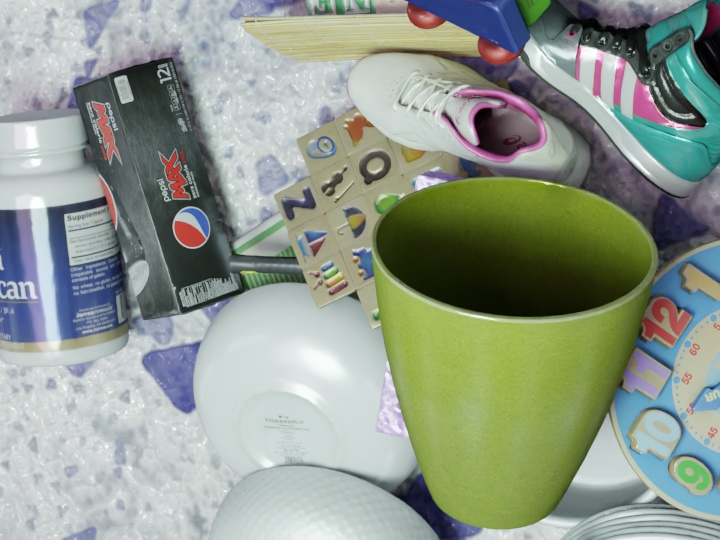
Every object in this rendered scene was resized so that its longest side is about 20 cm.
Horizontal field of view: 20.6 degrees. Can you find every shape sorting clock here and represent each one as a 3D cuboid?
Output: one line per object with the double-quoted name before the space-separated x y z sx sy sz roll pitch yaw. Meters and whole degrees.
"shape sorting clock" 0.266 0.076 1.379 0.200 0.039 0.200 -1 93 -10

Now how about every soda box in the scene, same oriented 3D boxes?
"soda box" -0.163 -0.064 1.594 0.071 0.063 0.200 -9 98 56

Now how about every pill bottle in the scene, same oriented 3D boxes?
"pill bottle" -0.256 -0.029 1.634 0.111 0.111 0.200 0 102 27

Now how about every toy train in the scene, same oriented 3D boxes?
"toy train" 0.062 -0.234 1.383 0.200 0.085 0.116 32 73 37

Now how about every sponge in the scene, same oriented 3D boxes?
"sponge" 0.080 0.035 1.432 0.111 0.030 0.200 14 107 16

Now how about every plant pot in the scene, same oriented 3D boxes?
"plant pot" 0.097 0.069 1.335 0.187 0.187 0.200 16 123 23

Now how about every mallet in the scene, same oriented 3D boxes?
"mallet" 0.000 0.000 1.528 0.200 0.066 0.041 2 83 21

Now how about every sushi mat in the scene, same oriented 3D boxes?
"sushi mat" 0.017 -0.174 1.476 0.200 0.096 0.012 2 80 26

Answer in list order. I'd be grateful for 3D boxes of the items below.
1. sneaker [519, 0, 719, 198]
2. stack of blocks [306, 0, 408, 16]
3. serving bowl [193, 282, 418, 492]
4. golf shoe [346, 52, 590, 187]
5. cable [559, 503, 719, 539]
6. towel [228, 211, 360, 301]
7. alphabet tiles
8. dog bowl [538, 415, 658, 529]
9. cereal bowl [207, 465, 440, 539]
"sneaker" 0.195 -0.158 1.390 0.200 0.084 0.121 44 122 2
"stack of blocks" -0.019 -0.247 1.492 0.200 0.059 0.115 0 102 27
"serving bowl" -0.045 0.111 1.548 0.200 0.066 0.200 11 124 16
"golf shoe" 0.071 -0.118 1.439 0.200 0.092 0.075 24 85 24
"cable" 0.223 0.258 1.446 0.200 0.069 0.200 4 129 8
"towel" -0.019 0.041 1.584 0.152 0.023 0.200 -31 89 30
"alphabet tiles" 0.038 -0.057 1.487 0.200 0.006 0.167 -26 69 11
"dog bowl" 0.159 0.085 1.471 0.200 0.079 0.200 7 105 26
"cereal bowl" -0.032 0.250 1.558 0.200 0.083 0.200 11 136 11
